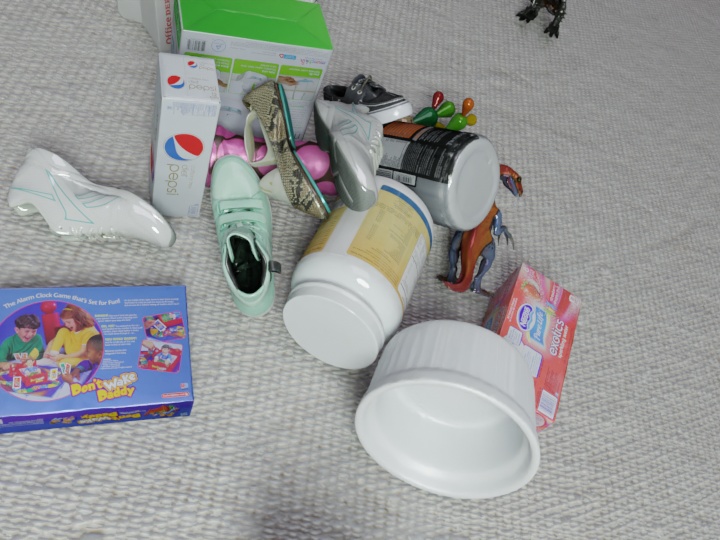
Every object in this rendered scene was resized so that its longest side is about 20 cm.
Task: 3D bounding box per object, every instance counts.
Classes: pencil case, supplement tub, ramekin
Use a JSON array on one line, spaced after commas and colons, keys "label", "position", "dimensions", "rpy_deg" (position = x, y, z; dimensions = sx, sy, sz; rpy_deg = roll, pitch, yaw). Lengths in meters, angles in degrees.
[{"label": "pencil case", "position": [-0.115, -0.151, 0.835], "dimensions": [0.194, 0.092, 0.096], "rpy_deg": [3, 50, -19]}, {"label": "supplement tub", "position": [0.081, -0.135, 0.838], "dimensions": [0.121, 0.126, 0.197], "rpy_deg": [-29, 35, -34]}, {"label": "ramekin", "position": [0.098, 0.149, 0.668], "dimensions": [0.196, 0.202, 0.099], "rpy_deg": [27, 44, -4]}, {"label": "supplement tub", "position": [0.000, 0.000, 0.750], "dimensions": [0.142, 0.146, 0.203], "rpy_deg": [29, 52, -2]}]

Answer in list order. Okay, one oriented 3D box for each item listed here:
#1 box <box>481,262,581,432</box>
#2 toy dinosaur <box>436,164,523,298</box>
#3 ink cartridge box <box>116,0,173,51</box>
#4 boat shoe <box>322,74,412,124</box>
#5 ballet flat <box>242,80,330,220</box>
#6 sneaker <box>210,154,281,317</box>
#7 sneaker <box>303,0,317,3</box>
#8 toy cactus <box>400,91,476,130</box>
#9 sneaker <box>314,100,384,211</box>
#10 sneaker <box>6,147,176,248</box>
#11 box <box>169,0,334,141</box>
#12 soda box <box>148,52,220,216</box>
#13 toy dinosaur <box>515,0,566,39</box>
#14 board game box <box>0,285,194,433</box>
[{"label": "box", "position": [0.207, 0.107, 0.801], "dimensions": [0.101, 0.095, 0.202], "rpy_deg": [30, 52, -2]}, {"label": "toy dinosaur", "position": [0.182, -0.060, 0.860], "dimensions": [0.102, 0.200, 0.187], "rpy_deg": [18, 97, 2]}, {"label": "ink cartridge box", "position": [-0.264, -0.435, 0.915], "dimensions": [0.197, 0.129, 0.127], "rpy_deg": [-28, 71, -25]}, {"label": "boat shoe", "position": [0.002, -0.248, 0.884], "dimensions": [0.068, 0.199, 0.068], "rpy_deg": [-23, 113, -23]}, {"label": "ballet flat", "position": [-0.101, -0.139, 0.756], "dimensions": [0.073, 0.068, 0.205], "rpy_deg": [-22, 72, 0]}, {"label": "sneaker", "position": [-0.134, -0.056, 0.712], "dimensions": [0.071, 0.118, 0.207], "rpy_deg": [-11, 79, -10]}, {"label": "sneaker", "position": [-0.119, -0.468, 1.050], "dimensions": [0.080, 0.075, 0.203], "rpy_deg": [34, 54, -13]}, {"label": "toy cactus", "position": [0.100, -0.222, 0.978], "dimensions": [0.160, 0.103, 0.204], "rpy_deg": [19, 61, 2]}, {"label": "sneaker", "position": [-0.003, -0.149, 0.734], "dimensions": [0.078, 0.072, 0.203], "rpy_deg": [-9, 45, -11]}, {"label": "sneaker", "position": [-0.312, -0.063, 0.714], "dimensions": [0.195, 0.071, 0.082], "rpy_deg": [24, 68, -3]}, {"label": "box", "position": [-0.157, -0.271, 0.835], "dimensions": [0.194, 0.178, 0.099], "rpy_deg": [-2, 59, -23]}, {"label": "soda box", "position": [-0.211, -0.150, 0.720], "dimensions": [0.062, 0.201, 0.070], "rpy_deg": [-1, 58, -24]}, {"label": "toy dinosaur", "position": [0.406, -0.591, 1.303], "dimensions": [0.100, 0.139, 0.199], "rpy_deg": [27, 8, 15]}, {"label": "board game box", "position": [-0.278, 0.087, 0.637], "dimensions": [0.194, 0.045, 0.138], "rpy_deg": [0, 59, -23]}]
